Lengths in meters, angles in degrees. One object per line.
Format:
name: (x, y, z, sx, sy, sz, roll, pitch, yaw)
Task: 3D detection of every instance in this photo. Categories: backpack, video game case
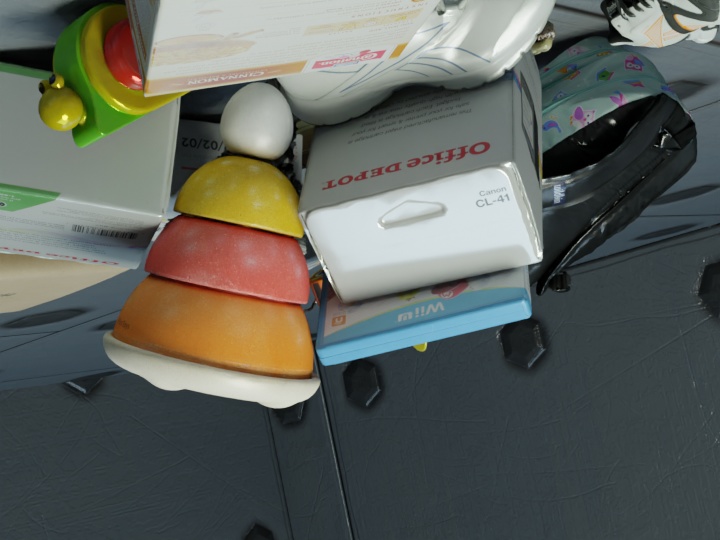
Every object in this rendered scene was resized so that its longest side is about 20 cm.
backpack: (0.172, -0.094, 1.107, 0.199, 0.127, 0.167, -36, 143, 7)
video game case: (0.043, -0.023, 0.926, 0.141, 0.018, 0.201, -14, -143, 14)

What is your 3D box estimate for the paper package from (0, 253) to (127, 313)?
paper package: (-0.324, -0.024, 1.123, 0.189, 0.105, 0.199, -18, 172, 40)

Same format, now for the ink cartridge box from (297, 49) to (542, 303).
ink cartridge box: (0.046, -0.085, 0.913, 0.145, 0.202, 0.086, -13, 129, 18)

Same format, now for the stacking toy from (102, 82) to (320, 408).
stacking toy: (-0.080, -0.022, 0.876, 0.144, 0.203, 0.146, 12, -178, 0)

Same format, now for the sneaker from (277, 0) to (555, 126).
sneaker: (0.029, -0.154, 0.851, 0.197, 0.075, 0.087, -21, 153, 14)

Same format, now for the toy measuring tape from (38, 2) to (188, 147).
toy measuring tape: (-0.125, -0.138, 0.822, 0.073, 0.074, 0.200, -19, -166, 44)

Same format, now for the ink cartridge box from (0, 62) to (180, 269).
ink cartridge box: (-0.209, -0.065, 0.921, 0.143, 0.089, 0.200, 8, 167, -13)

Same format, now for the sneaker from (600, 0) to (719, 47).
sneaker: (0.202, -0.185, 0.895, 0.079, 0.075, 0.200, -11, 173, 6)

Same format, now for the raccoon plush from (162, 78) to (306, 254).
raccoon plush: (-0.082, -0.052, 1.015, 0.096, 0.201, 0.134, 36, 169, -12)

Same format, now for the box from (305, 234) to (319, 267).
box: (-0.077, -0.010, 1.190, 0.155, 0.042, 0.199, -24, 179, -40)

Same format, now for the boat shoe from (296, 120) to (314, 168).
boat shoe: (0.005, -0.109, 1.168, 0.198, 0.067, 0.074, -14, 175, 27)

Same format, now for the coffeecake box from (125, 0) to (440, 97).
coffeecake box: (-0.035, -0.158, 0.668, 0.151, 0.074, 0.200, -11, 173, -14)

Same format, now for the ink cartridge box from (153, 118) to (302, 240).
ink cartridge box: (-0.119, -0.074, 1.138, 0.113, 0.069, 0.200, 4, 168, -21)

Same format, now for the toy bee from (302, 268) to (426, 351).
toy bee: (0.000, 0.000, 1.065, 0.196, 0.133, 0.109, -2, -170, -1)

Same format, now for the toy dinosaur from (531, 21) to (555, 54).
toy dinosaur: (0.069, -0.129, 1.039, 0.198, 0.090, 0.047, -16, 175, 25)
